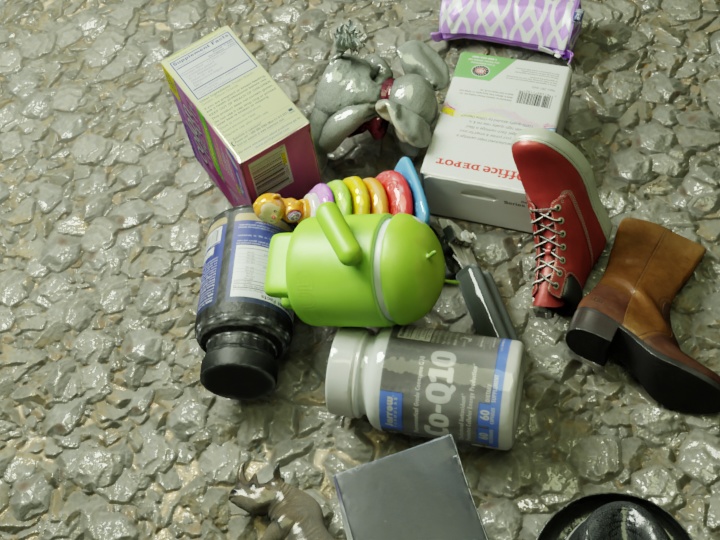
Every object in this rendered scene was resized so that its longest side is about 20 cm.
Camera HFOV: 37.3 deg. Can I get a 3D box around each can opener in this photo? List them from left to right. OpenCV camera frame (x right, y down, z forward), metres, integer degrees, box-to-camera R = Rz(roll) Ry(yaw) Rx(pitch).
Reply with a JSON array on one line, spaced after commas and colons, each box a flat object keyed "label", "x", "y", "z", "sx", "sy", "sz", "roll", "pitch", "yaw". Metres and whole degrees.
[{"label": "can opener", "x": 0.126, "y": 0.023, "z": 1.224, "sx": 0.066, "sy": 0.052, "sz": 0.202, "roll": -41, "pitch": 52, "yaw": 23}]

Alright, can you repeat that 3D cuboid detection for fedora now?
[{"label": "fedora", "x": 0.245, "y": 0.293, "z": 0.997, "sx": 0.197, "sy": 0.092, "sz": 0.203, "roll": -4, "pitch": 56, "yaw": 6}]

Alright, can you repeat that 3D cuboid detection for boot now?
[{"label": "boot", "x": 0.206, "y": -0.045, "z": 1.166, "sx": 0.072, "sy": 0.200, "sz": 0.145, "roll": 2, "pitch": 53, "yaw": 41}, {"label": "boot", "x": 0.342, "y": 0.046, "z": 1.179, "sx": 0.186, "sy": 0.069, "sz": 0.201, "roll": 23, "pitch": 50, "yaw": 20}]

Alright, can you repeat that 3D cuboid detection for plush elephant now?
[{"label": "plush elephant", "x": 0.029, "y": -0.203, "z": 1.314, "sx": 0.153, "sy": 0.201, "sz": 0.166, "roll": 26, "pitch": 55, "yaw": 7}]

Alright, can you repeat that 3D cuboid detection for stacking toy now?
[{"label": "stacking toy", "x": -0.027, "y": -0.065, "z": 1.213, "sx": 0.197, "sy": 0.117, "sz": 0.111, "roll": 4, "pitch": 50, "yaw": -25}]

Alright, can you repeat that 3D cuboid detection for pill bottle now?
[{"label": "pill bottle", "x": -0.129, "y": 0.037, "z": 1.206, "sx": 0.110, "sy": 0.112, "sz": 0.203, "roll": -1, "pitch": 57, "yaw": 7}, {"label": "pill bottle", "x": 0.069, "y": 0.118, "z": 1.123, "sx": 0.197, "sy": 0.114, "sz": 0.115, "roll": 7, "pitch": 58, "yaw": 13}]

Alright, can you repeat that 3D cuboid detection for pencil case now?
[{"label": "pencil case", "x": 0.200, "y": -0.331, "z": 1.421, "sx": 0.197, "sy": 0.084, "sz": 0.087, "roll": 13, "pitch": 83, "yaw": 18}]

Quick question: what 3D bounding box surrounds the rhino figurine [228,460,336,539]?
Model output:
[{"label": "rhino figurine", "x": -0.071, "y": 0.271, "z": 1.078, "sx": 0.087, "sy": 0.060, "sz": 0.201, "roll": -33, "pitch": 57, "yaw": -10}]

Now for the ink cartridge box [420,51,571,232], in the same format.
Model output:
[{"label": "ink cartridge box", "x": 0.168, "y": -0.159, "z": 1.307, "sx": 0.143, "sy": 0.084, "sz": 0.202, "roll": 11, "pitch": 60, "yaw": 15}]

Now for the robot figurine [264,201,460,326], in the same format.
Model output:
[{"label": "robot figurine", "x": 0.000, "y": 0.000, "z": 1.118, "sx": 0.197, "sy": 0.175, "sz": 0.118, "roll": -1, "pitch": 68, "yaw": 24}]

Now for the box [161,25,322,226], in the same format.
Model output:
[{"label": "box", "x": -0.137, "y": -0.158, "z": 1.294, "sx": 0.096, "sy": 0.177, "sz": 0.201, "roll": -30, "pitch": 58, "yaw": -13}]

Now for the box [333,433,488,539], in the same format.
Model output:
[{"label": "box", "x": 0.065, "y": 0.292, "z": 0.961, "sx": 0.121, "sy": 0.201, "sz": 0.200, "roll": -16, "pitch": 55, "yaw": -3}]
